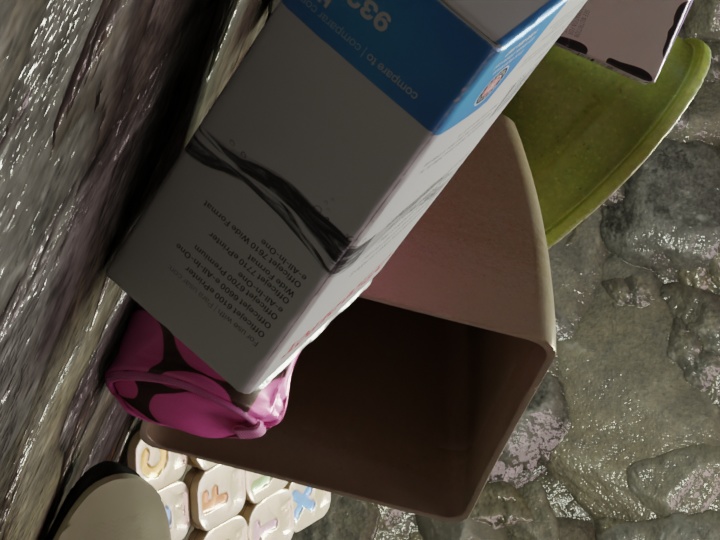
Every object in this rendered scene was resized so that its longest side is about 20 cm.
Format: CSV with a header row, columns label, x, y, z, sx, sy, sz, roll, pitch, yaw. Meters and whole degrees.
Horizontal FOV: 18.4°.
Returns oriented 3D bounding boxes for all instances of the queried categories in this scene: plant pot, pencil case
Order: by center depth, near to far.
label,x,y,z,sx,sy,sz,roll,pitch,yaw
pencil case,-0.045,-0.009,1.092,0.091,0.093,0.201,109,5,-69
plant pot,0.000,0.000,1.271,0.200,0.199,0.178,111,-9,-54
plant pot,0.084,-0.132,1.391,0.200,0.184,0.200,-45,-170,10

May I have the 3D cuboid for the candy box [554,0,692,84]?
label,x,y,z,sx,sy,sz,roll,pitch,yaw
candy box,0.110,-0.221,1.268,0.072,0.199,0.168,-45,158,-84

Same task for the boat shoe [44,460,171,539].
label,x,y,z,sx,sy,sz,roll,pitch,yaw
boat shoe,-0.144,0.179,1.146,0.063,0.073,0.202,-126,-140,-50

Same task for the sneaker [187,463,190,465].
label,x,y,z,sx,sy,sz,roll,pitch,yaw
sneaker,-0.066,0.061,1.500,0.076,0.087,0.200,109,3,-53

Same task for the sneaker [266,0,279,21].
label,x,y,z,sx,sy,sz,roll,pitch,yaw
sneaker,0.036,-0.167,1.100,0.200,0.085,0.077,-52,172,-23

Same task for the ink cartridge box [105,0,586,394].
label,x,y,z,sx,sy,sz,roll,pitch,yaw
ink cartridge box,0.000,-0.065,0.917,0.200,0.084,0.145,-53,174,33

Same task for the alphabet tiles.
label,x,y,z,sx,sy,sz,roll,pitch,yaw
alphabet tiles,-0.075,0.130,1.392,0.195,0.015,0.201,-23,117,-51
